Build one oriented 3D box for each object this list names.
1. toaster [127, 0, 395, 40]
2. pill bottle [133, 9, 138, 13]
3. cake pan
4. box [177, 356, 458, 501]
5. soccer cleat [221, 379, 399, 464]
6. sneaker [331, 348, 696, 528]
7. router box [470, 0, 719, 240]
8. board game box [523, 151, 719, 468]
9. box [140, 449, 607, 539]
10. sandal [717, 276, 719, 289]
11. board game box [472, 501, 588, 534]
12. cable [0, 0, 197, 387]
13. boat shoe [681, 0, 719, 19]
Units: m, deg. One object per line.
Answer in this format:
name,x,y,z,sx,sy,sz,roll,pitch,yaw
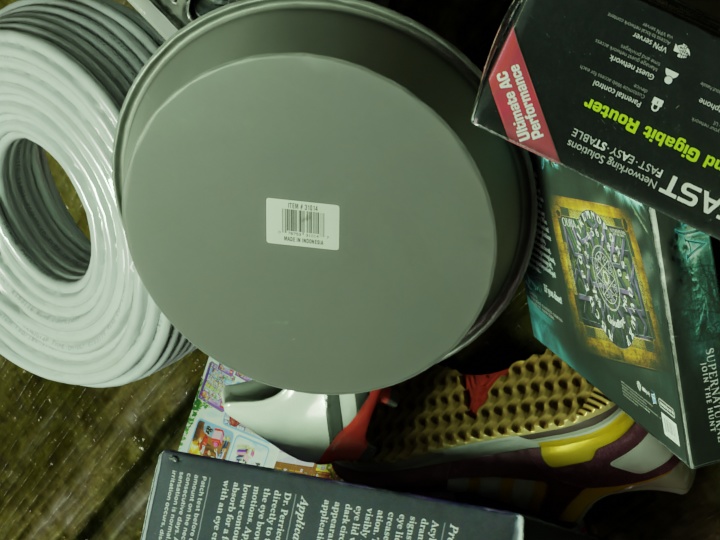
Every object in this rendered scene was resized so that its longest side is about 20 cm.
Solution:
toaster,-0.060,-0.198,1.057,0.181,0.118,0.200,45,147,19
pill bottle,-0.065,-0.041,1.205,0.200,0.116,0.116,51,149,12
cake pan,-0.021,-0.027,1.022,0.199,0.037,0.201,6,120,10
box,-0.026,0.106,1.277,0.200,0.039,0.137,18,88,48
soccer cleat,0.000,0.000,1.103,0.201,0.085,0.069,-65,15,12
sneaker,0.072,0.095,1.139,0.199,0.075,0.090,-10,129,43
router box,0.142,-0.043,0.787,0.199,0.150,0.062,26,102,5
board game box,0.107,-0.010,0.980,0.200,0.028,0.136,-135,33,-70
box,0.008,0.161,1.109,0.199,0.148,0.105,7,81,25
sandal,0.175,0.037,0.948,0.080,0.057,0.201,33,164,-13
board game box,0.084,0.207,1.262,0.200,0.062,0.200,55,150,7
cable,-0.146,-0.039,1.147,0.199,0.069,0.201,16,121,38
boat shoe,0.144,-0.081,0.916,0.200,0.072,0.060,43,143,14
